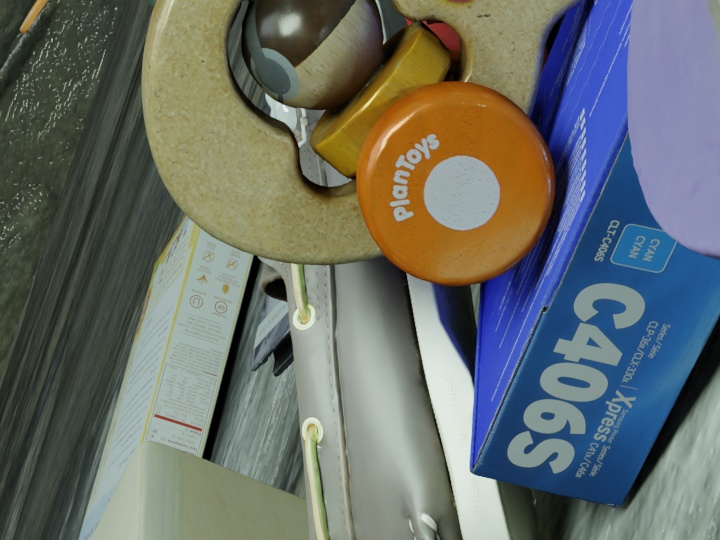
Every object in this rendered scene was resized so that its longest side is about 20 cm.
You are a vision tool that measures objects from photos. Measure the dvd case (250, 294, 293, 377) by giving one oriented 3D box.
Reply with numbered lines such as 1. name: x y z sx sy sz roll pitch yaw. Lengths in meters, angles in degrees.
1. dvd case: 0.002 -0.070 1.008 0.149 0.016 0.201 134 151 -66

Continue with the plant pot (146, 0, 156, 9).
1. plant pot: 0.004 -0.193 0.740 0.199 0.142 0.142 -15 43 26

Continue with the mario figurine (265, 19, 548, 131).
1. mario figurine: -0.011 -0.100 0.879 0.106 0.124 0.200 -36 34 10

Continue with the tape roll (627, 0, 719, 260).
1. tape roll: 0.120 -0.085 0.395 0.200 0.084 0.201 -162 90 -78

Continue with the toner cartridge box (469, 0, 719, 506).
1. toner cartridge box: 0.074 -0.044 0.602 0.095 0.043 0.201 -86 11 -45

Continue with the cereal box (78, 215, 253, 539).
1. cereal box: -0.103 0.068 1.343 0.144 0.039 0.201 133 153 -65

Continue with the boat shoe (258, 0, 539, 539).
1. boat shoe: 0.000 0.000 0.708 0.072 0.059 0.201 45 -150 -66

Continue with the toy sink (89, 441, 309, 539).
1. toy sink: -0.056 0.179 0.760 0.201 0.111 0.131 -63 14 19

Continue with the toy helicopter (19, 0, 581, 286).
1. toy helicopter: -0.003 -0.101 0.607 0.079 0.131 0.201 -103 28 -77
